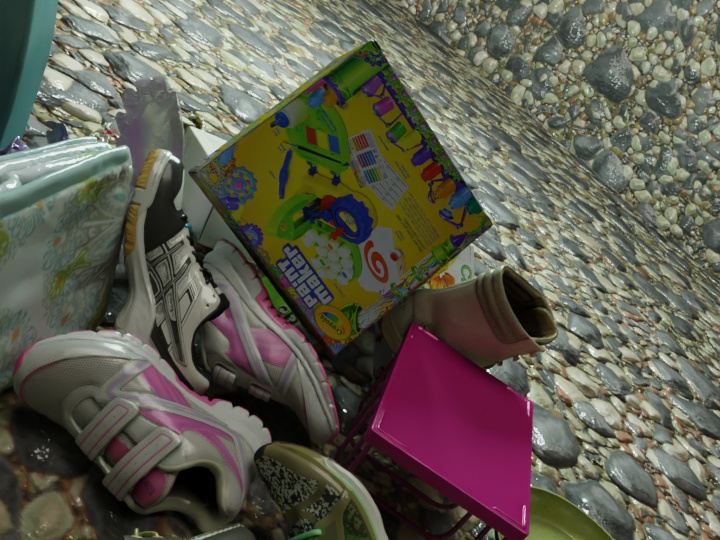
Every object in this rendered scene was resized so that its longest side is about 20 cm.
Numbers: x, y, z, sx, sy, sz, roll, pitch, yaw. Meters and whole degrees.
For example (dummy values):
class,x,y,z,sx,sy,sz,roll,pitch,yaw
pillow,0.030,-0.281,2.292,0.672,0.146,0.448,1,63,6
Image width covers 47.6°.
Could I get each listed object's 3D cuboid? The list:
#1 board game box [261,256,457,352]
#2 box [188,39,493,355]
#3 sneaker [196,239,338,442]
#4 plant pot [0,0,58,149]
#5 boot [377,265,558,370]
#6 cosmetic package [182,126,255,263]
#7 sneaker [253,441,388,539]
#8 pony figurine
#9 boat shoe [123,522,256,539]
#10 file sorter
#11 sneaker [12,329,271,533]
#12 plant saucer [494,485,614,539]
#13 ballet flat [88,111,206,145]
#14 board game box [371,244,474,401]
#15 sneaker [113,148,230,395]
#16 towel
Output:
class,x,y,z,sx,sy,sz,roll,pitch,yaw
board game box,0.000,0.000,0.857,0.096,0.199,0.030,56,-4,18
box,-0.022,-0.068,0.759,0.201,0.192,0.122,55,-9,-15
sneaker,-0.094,0.075,0.722,0.201,0.088,0.081,52,-8,10
plant pot,-0.359,-0.204,0.740,0.140,0.201,0.142,27,25,-20
boot,0.127,0.085,0.810,0.201,0.154,0.072,53,40,-26
cosmetic package,-0.144,-0.085,0.915,0.103,0.074,0.200,21,17,-29
sneaker,-0.022,0.211,0.564,0.088,0.077,0.201,-28,79,-46
pony figurine,-0.241,-0.070,0.752,0.200,0.165,0.195,-19,90,-65
boat shoe,-0.138,0.186,0.481,0.201,0.072,0.060,-9,54,-53
file sorter,0.055,0.166,0.703,0.138,0.126,0.200,34,23,-1
sneaker,-0.152,0.116,0.574,0.199,0.082,0.088,30,25,-18
plant saucer,0.202,0.296,0.777,0.199,0.031,0.201,29,24,-14
ballet flat,-0.253,-0.161,0.967,0.075,0.064,0.200,35,24,14
board game box,0.072,0.054,0.905,0.125,0.034,0.202,16,68,-37
sneaker,-0.148,0.006,0.660,0.087,0.202,0.076,5,-1,-9
towel,-0.233,0.002,0.565,0.048,0.173,0.200,23,22,10
